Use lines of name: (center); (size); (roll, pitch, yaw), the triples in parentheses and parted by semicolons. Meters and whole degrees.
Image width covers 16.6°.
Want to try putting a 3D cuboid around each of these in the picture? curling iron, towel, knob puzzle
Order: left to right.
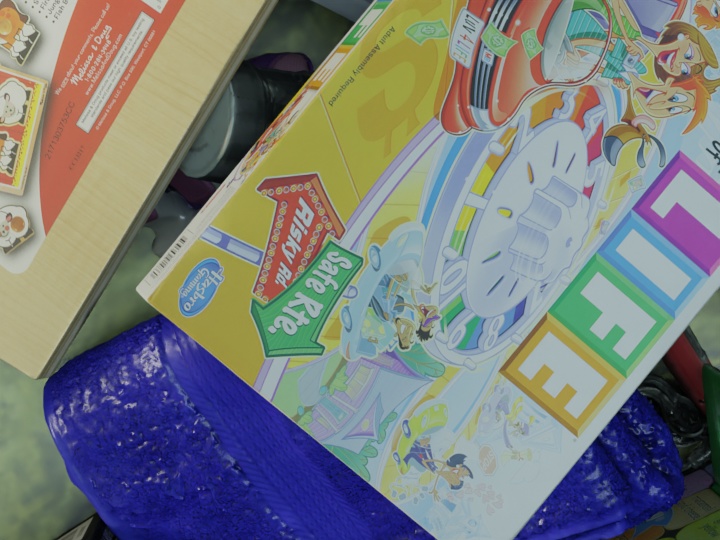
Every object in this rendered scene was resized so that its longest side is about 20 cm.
knob puzzle: (-0.131, -0.091, 0.808); (0.220, 0.030, 0.220); (1, 92, 21)
towel: (-0.006, 0.062, 0.838); (0.200, 0.050, 0.148); (-30, 108, 37)
curling iron: (0.088, 0.010, 0.857); (0.050, 0.026, 0.200); (-30, 135, -1)

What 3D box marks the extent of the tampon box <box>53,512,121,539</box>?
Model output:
tampon box: (-0.089, 0.208, 0.855); (0.126, 0.150, 0.200); (-34, 94, 1)

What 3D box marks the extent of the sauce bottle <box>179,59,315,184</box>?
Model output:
sauce bottle: (0.027, -0.041, 0.844); (0.200, 0.065, 0.065); (3, 93, -35)

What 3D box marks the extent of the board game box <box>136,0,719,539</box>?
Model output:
board game box: (0.047, -0.028, 0.746); (0.134, 0.034, 0.200); (40, 88, -12)

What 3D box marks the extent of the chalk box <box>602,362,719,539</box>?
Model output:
chalk box: (0.154, 0.131, 0.865); (0.124, 0.125, 0.200); (-25, 101, -2)

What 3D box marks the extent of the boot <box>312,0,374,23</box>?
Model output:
boot: (0.042, -0.115, 0.791); (0.200, 0.096, 0.074); (22, 53, -11)

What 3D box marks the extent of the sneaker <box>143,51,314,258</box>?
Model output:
sneaker: (0.000, 0.000, 0.890); (0.200, 0.080, 0.088); (50, 55, -15)
